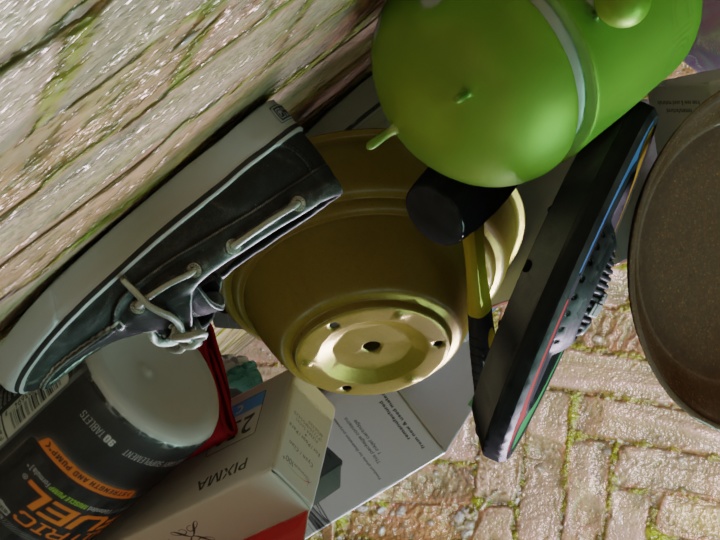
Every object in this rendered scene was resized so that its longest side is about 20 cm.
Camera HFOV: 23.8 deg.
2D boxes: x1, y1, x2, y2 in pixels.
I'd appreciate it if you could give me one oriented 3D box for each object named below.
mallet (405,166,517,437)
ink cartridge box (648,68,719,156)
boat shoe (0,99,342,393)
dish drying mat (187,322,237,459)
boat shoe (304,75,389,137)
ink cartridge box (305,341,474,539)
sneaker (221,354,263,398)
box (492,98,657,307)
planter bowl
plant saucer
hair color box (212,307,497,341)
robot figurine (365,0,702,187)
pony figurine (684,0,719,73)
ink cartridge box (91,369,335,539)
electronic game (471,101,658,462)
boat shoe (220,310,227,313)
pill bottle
[{"bbox_3d":[0.059,0.021,0.928,0.066,0.041,0.202,-36,136,-40],"label":"mallet"},{"bbox_3d":[0.270,-0.029,1.045,0.143,0.202,0.084,-13,-171,-15],"label":"ink cartridge box"},{"bbox_3d":[-0.094,0.006,0.835,0.199,0.068,0.074,-40,178,6],"label":"boat shoe"},{"bbox_3d":[-0.160,0.101,1.068,0.199,0.077,0.018,-26,164,31],"label":"dish drying mat"},{"bbox_3d":[0.014,-0.078,1.052,0.200,0.070,0.071,-40,179,-25],"label":"boat shoe"},{"bbox_3d":[-0.015,0.113,1.229,0.199,0.084,0.146,-35,-174,29],"label":"ink cartridge box"},{"bbox_3d":[-0.146,0.119,1.289,0.199,0.092,0.077,-14,-176,37],"label":"sneaker"},{"bbox_3d":[0.151,-0.048,1.125,0.124,0.098,0.199,-20,177,37],"label":"box"},{"bbox_3d":[0.003,0.014,0.987,0.200,0.199,0.084,-41,-138,37],"label":"planter bowl"},{"bbox_3d":[0.221,-0.010,0.955,0.200,0.201,0.037,-39,-157,-17],"label":"plant saucer"},{"bbox_3d":[0.000,0.000,1.188,0.198,0.061,0.099,3,-158,28],"label":"hair color box"},{"bbox_3d":[0.087,-0.117,0.825,0.200,0.116,0.175,-39,-173,-34],"label":"robot figurine"},{"bbox_3d":[0.179,-0.183,1.068,0.192,0.167,0.200,-33,164,4],"label":"pony figurine"},{"bbox_3d":[-0.114,0.165,1.018,0.199,0.045,0.177,-29,-152,27],"label":"ink cartridge box"},{"bbox_3d":[0.109,0.007,0.889,0.200,0.041,0.201,90,26,-68],"label":"electronic game"},{"bbox_3d":[-0.073,-0.006,1.086,0.200,0.065,0.072,-37,-179,-37],"label":"boat shoe"},{"bbox_3d":[-0.183,0.111,1.009,0.200,0.106,0.106,-41,178,27],"label":"pill bottle"}]
